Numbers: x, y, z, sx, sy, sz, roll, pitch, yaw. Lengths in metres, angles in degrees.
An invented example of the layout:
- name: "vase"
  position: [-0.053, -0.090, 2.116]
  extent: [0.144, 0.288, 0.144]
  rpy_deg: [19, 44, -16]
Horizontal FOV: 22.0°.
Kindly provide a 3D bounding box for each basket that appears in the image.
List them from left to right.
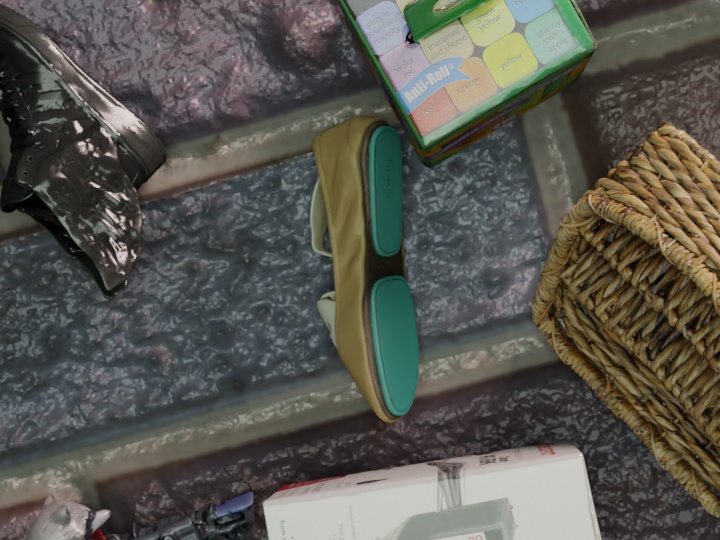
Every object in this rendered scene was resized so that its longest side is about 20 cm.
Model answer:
- name: "basket"
  position: [0.203, 0.031, 1.134]
  extent: [0.149, 0.143, 0.200]
  rpy_deg: [-41, 66, 2]

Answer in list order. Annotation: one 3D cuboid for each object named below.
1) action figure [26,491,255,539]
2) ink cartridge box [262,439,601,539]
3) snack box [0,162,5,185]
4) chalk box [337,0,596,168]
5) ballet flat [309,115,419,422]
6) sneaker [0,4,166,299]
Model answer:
- name: "action figure"
  position: [-0.145, 0.226, 1.204]
  extent: [0.199, 0.105, 0.194]
  rpy_deg: [-30, 98, 6]
- name: "ink cartridge box"
  position: [0.047, 0.164, 1.168]
  extent: [0.199, 0.147, 0.083]
  rpy_deg: [-9, 88, 2]
- name: "snack box"
  position: [-0.357, -0.109, 1.230]
  extent: [0.199, 0.068, 0.169]
  rpy_deg: [-16, 90, 4]
- name: "chalk box"
  position: [0.062, -0.151, 1.140]
  extent: [0.124, 0.200, 0.124]
  rpy_deg: [-29, 88, 3]
- name: "ballet flat"
  position: [0.000, 0.000, 1.222]
  extent: [0.063, 0.069, 0.201]
  rpy_deg: [-4, 87, 31]
- name: "sneaker"
  position: [-0.207, -0.081, 1.213]
  extent: [0.200, 0.060, 0.104]
  rpy_deg: [40, 70, -1]
